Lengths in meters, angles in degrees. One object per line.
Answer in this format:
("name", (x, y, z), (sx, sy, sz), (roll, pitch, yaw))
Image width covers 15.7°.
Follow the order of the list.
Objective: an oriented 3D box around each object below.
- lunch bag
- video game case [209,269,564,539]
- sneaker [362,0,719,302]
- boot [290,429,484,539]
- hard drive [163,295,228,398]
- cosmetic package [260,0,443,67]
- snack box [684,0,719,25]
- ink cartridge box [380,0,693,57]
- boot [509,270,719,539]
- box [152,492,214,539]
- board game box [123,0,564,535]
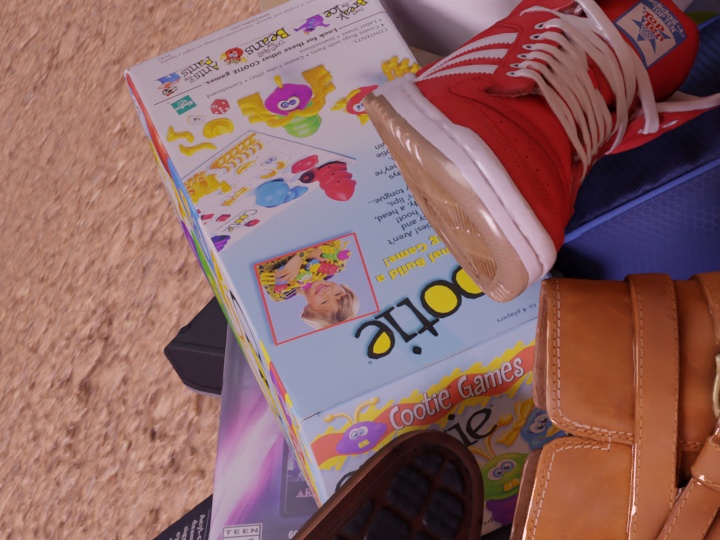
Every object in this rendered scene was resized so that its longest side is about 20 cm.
("lunch bag", (0.178, -0.027, 0.915), (0.200, 0.132, 0.136), (-28, 21, 48))
("video game case", (0.016, 0.048, 1.014), (0.143, 0.019, 0.200), (-6, 49, 9))
("sneaker", (0.065, -0.053, 0.829), (0.112, 0.071, 0.200), (-29, 12, 1))
("boot", (-0.034, 0.138, 0.883), (0.200, 0.075, 0.097), (-59, 22, -10))
("hard drive", (0.019, -0.014, 1.197), (0.139, 0.033, 0.200), (7, 46, 49))
("cosmetic package", (0.057, -0.121, 1.204), (0.200, 0.071, 0.105), (-19, 38, 9))
("snack box", (0.155, -0.153, 1.093), (0.142, 0.053, 0.200), (-11, 45, 11))
("ink cartridge box", (0.087, -0.172, 1.038), (0.145, 0.083, 0.200), (22, 59, 38))
("boot", (0.130, 0.016, 0.789), (0.077, 0.155, 0.200), (-84, 4, -89))
("box", (-0.042, 0.187, 1.079), (0.200, 0.148, 0.104), (-38, 32, 37))
("board game box", (0.000, 0.000, 0.978), (0.105, 0.103, 0.200), (-23, 47, -6))
